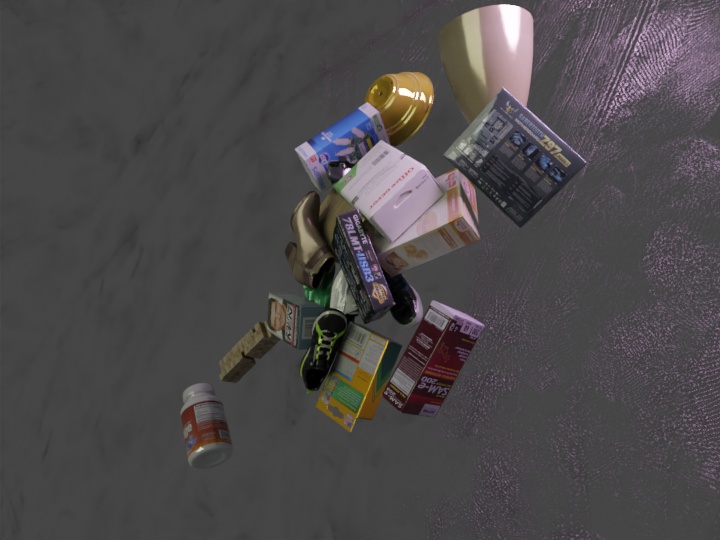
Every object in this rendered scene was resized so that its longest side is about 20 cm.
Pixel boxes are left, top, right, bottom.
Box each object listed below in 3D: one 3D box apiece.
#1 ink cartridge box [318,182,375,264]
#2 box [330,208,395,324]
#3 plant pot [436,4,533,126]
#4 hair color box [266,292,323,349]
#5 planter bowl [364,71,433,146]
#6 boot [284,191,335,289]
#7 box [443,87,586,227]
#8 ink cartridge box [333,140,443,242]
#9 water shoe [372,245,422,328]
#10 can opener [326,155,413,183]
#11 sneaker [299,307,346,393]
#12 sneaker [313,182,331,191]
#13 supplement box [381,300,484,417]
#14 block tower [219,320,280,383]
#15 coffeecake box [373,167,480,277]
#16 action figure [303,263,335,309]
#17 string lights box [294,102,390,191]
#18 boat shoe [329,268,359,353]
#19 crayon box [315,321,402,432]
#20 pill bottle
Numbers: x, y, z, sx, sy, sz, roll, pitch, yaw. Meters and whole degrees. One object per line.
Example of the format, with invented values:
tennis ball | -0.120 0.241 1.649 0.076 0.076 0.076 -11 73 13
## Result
ink cartridge box | -0.018 -0.130 1.280 0.200 0.075 0.165 -53 44 15
box | 0.000 0.000 1.097 0.050 0.199 0.200 -20 79 -9
plant pot | 0.257 -0.372 1.061 0.187 0.187 0.200 -13 80 40
hair color box | -0.157 0.114 1.274 0.200 0.061 0.099 13 100 61
planter bowl | 0.070 -0.405 1.302 0.200 0.083 0.201 -18 62 38
boot | -0.106 -0.062 1.245 0.146 0.070 0.200 42 120 39
box | 0.275 -0.201 0.979 0.200 0.051 0.158 45 111 9
ink cartridge box | 0.052 -0.163 1.092 0.146 0.084 0.200 -43 36 3
water shoe | 0.061 0.034 1.135 0.071 0.079 0.200 -42 49 23
can opener | 0.021 -0.223 1.211 0.053 0.200 0.067 116 149 -69
sneaker | -0.074 0.175 1.145 0.083 0.072 0.200 -108 34 -59
sneaker | -0.051 -0.287 1.377 0.200 0.070 0.093 -59 39 4
supplement box | 0.134 0.165 0.992 0.061 0.109 0.200 33 98 45
block tower | -0.294 0.213 1.419 0.200 0.054 0.058 -45 47 20
coffeecake box | 0.129 -0.096 1.083 0.200 0.073 0.154 -24 38 28
action figure | -0.093 0.076 1.283 0.118 0.055 0.200 -23 62 34
string lights box | -0.039 -0.282 1.241 0.200 0.103 0.059 -35 48 -5
boat shoe | -0.031 0.087 1.212 0.068 0.072 0.200 13 81 32
crayon box | -0.005 0.223 1.142 0.126 0.052 0.200 22 88 46
pill bottle | -0.404 0.399 1.408 0.112 0.112 0.200 -45 48 21
